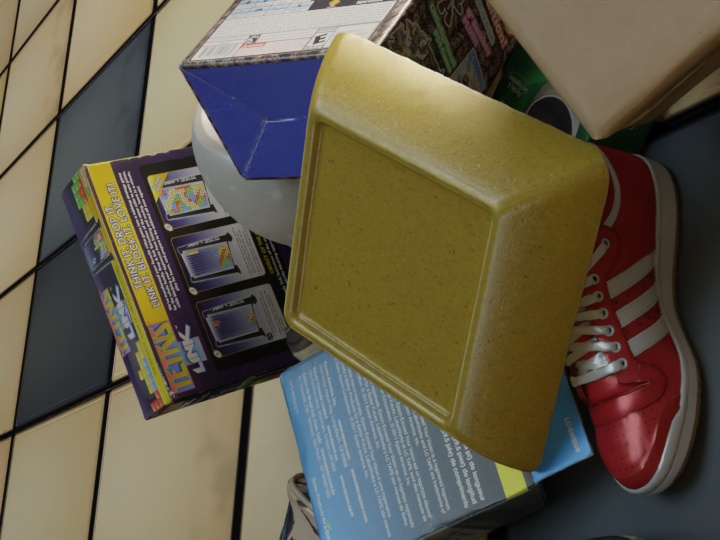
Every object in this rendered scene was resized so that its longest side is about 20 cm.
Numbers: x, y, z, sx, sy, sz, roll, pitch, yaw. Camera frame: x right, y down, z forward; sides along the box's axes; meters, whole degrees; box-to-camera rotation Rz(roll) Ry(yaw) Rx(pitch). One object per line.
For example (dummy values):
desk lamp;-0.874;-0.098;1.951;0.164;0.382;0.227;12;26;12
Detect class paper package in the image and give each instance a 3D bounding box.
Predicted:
paper package;0.139;-0.197;0.651;0.191;0.103;0.200;-39;81;23

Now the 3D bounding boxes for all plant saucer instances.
plant saucer;0.027;-0.006;0.735;0.200;0.048;0.201;31;127;35

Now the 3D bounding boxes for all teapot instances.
teapot;-0.023;-0.081;1.007;0.197;0.146;0.200;-1;43;25

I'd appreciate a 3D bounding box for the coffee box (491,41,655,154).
coffee box;0.130;-0.098;0.831;0.200;0.044;0.123;-66;30;19

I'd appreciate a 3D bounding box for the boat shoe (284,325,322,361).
boat shoe;0.000;0.000;0.892;0.073;0.074;0.200;59;142;7

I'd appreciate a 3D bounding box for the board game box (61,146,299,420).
board game box;-0.129;0.002;1.068;0.057;0.165;0.201;-35;73;53

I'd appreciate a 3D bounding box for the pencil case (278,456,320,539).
pencil case;-0.040;0.237;0.948;0.089;0.078;0.201;-122;47;-58

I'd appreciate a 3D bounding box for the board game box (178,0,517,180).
board game box;0.007;-0.161;0.879;0.159;0.097;0.200;2;45;36

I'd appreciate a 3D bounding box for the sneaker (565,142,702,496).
sneaker;0.122;0.018;0.719;0.071;0.112;0.201;-28;54;48

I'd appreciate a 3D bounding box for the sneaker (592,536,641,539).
sneaker;0.083;0.187;0.727;0.200;0.091;0.078;-32;52;53

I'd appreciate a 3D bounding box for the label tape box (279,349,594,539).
label tape box;0.054;0.092;0.824;0.200;0.063;0.145;-30;62;28
